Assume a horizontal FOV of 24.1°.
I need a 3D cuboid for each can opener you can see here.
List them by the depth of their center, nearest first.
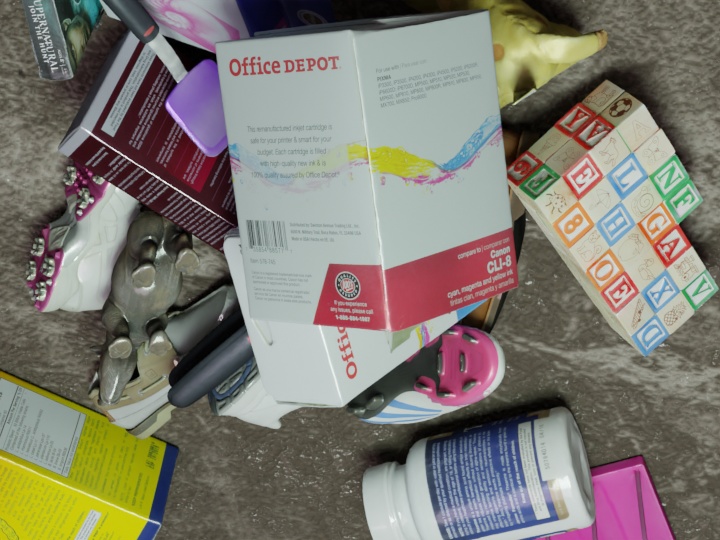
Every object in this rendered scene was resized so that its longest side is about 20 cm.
[{"bbox_3d":[-0.087,0.048,1.419,0.199,0.063,0.079,-39,105,8],"label":"can opener"}]

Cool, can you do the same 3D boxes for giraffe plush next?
[{"bbox_3d":[0.073,-0.195,1.259,0.172,0.200,0.163,-32,93,-6],"label":"giraffe plush"}]

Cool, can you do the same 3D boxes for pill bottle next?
[{"bbox_3d":[0.107,0.199,1.545,0.198,0.111,0.112,-15,122,14],"label":"pill bottle"}]

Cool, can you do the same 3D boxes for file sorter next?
[{"bbox_3d":[0.195,0.290,1.591,0.198,0.126,0.140,-17,122,16],"label":"file sorter"}]

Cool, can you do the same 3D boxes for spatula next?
[{"bbox_3d":[-0.150,-0.168,1.272,0.057,0.021,0.200,-47,132,-8],"label":"spatula"}]

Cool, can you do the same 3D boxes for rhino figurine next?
[{"bbox_3d":[-0.188,0.037,1.421,0.059,0.088,0.201,12,122,-21],"label":"rhino figurine"}]

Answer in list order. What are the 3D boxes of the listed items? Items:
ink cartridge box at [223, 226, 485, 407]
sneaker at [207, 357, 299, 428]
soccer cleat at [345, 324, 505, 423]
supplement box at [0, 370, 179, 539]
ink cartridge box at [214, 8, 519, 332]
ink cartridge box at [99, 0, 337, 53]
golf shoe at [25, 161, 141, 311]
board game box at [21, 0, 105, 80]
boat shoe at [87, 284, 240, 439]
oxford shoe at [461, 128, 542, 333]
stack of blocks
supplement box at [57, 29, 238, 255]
[{"bbox_3d":[0.000,0.000,1.340,0.084,0.199,0.146,1,115,44],"label":"ink cartridge box"},{"bbox_3d":[-0.047,0.071,1.507,0.199,0.075,0.087,-37,134,27],"label":"sneaker"},{"bbox_3d":[0.069,0.091,1.468,0.086,0.071,0.199,8,163,-38],"label":"soccer cleat"},{"bbox_3d":[-0.286,0.197,1.579,0.198,0.109,0.110,25,123,-12],"label":"supplement box"},{"bbox_3d":[0.006,-0.075,1.176,0.144,0.144,0.203,4,106,45],"label":"ink cartridge box"},{"bbox_3d":[-0.120,-0.218,1.222,0.198,0.044,0.197,21,163,17],"label":"ink cartridge box"},{"bbox_3d":[-0.214,-0.045,1.440,0.091,0.076,0.201,12,126,-31],"label":"golf shoe"},{"bbox_3d":[-0.231,-0.260,1.243,0.028,0.136,0.202,-4,125,7],"label":"board game box"},{"bbox_3d":[-0.171,0.076,1.506,0.068,0.075,0.200,31,123,-22],"label":"boat shoe"},{"bbox_3d":[0.102,-0.029,1.421,0.070,0.071,0.202,12,116,9],"label":"oxford shoe"},{"bbox_3d":[0.216,-0.040,1.374,0.115,0.059,0.200,-41,125,-2],"label":"stack of blocks"},{"bbox_3d":[-0.129,-0.095,1.359,0.199,0.110,0.061,33,152,-16],"label":"supplement box"}]
